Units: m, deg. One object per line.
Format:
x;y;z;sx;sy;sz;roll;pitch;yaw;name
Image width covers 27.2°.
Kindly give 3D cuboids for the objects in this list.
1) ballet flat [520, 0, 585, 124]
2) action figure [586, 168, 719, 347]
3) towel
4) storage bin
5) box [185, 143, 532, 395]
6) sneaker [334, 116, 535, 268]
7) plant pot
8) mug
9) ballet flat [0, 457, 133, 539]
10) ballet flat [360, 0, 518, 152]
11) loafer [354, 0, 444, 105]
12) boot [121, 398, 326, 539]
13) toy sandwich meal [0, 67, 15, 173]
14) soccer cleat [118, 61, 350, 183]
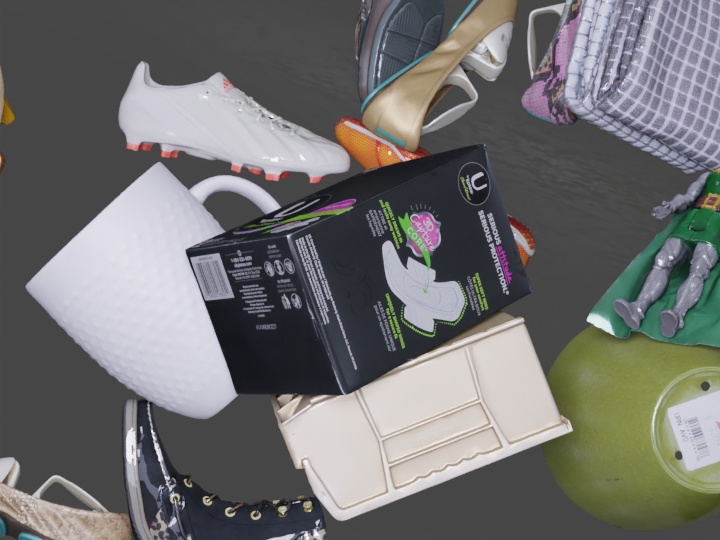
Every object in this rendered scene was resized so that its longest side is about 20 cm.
0.181;-0.223;1.274;0.071;0.069;0.201;16;85;23;ballet flat
0.271;-0.029;1.182;0.118;0.055;0.200;13;53;35;action figure
0.270;-0.196;1.233;0.165;0.086;0.201;20;84;-32;towel
0.036;0.101;1.166;0.198;0.200;0.094;-21;97;-4;storage bin
0.000;0.000;1.127;0.200;0.148;0.125;-25;102;-35;box
0.052;-0.055;1.250;0.200;0.073;0.077;40;101;5;sneaker
0.250;0.124;1.183;0.186;0.200;0.188;0;87;-3;plant pot
-0.137;0.009;1.203;0.175;0.148;0.200;47;68;-7;mug
-0.278;0.193;1.226;0.200;0.071;0.065;24;59;-4;ballet flat
0.082;-0.167;1.239;0.063;0.069;0.200;40;66;11;ballet flat
0.033;-0.230;1.270;0.072;0.063;0.201;19;86;-44;loafer
-0.111;0.193;1.225;0.153;0.073;0.204;-11;93;-6;boot
-0.378;-0.134;1.233;0.204;0.070;0.206;0;83;0;toy sandwich meal
-0.103;-0.122;1.239;0.199;0.069;0.078;12;97;4;soccer cleat
